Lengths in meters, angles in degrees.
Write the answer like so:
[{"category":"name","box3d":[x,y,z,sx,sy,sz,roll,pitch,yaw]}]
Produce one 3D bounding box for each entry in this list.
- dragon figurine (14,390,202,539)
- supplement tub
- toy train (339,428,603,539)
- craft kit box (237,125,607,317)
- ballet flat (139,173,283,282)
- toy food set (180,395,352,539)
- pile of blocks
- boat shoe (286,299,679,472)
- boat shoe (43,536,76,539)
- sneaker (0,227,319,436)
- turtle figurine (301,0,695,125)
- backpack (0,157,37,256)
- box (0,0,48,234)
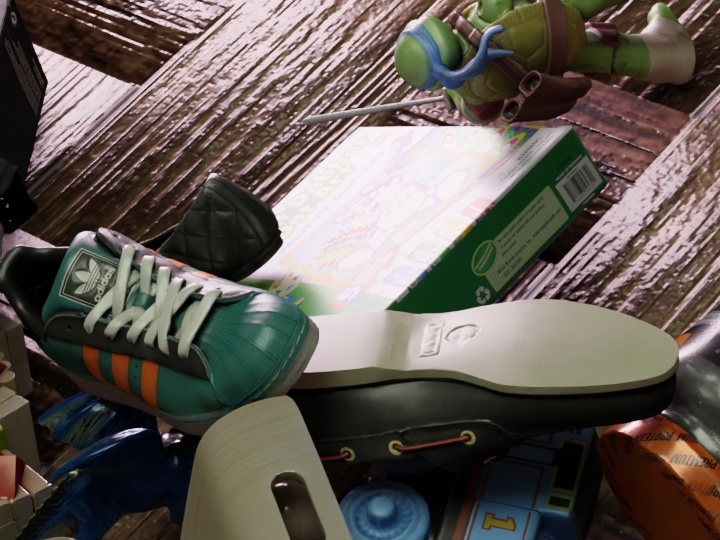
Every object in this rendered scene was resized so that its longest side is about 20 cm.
[{"category":"dragon figurine","box3d":[-0.123,0.094,1.425,0.200,0.100,0.059,-19,35,-1]},{"category":"supplement tub","box3d":[0.217,0.056,1.365,0.200,0.123,0.123,-37,45,-18]},{"category":"toy train","box3d":[0.045,0.142,1.368,0.114,0.087,0.200,9,52,13]},{"category":"craft kit box","box3d":[0.000,0.000,1.514,0.200,0.049,0.197,-45,22,-25]},{"category":"ballet flat","box3d":[-0.117,-0.010,1.566,0.200,0.057,0.066,-20,22,44]},{"category":"toy food set","box3d":[-0.037,0.176,1.289,0.060,0.200,0.144,-4,39,-19]},{"category":"pile of blocks","box3d":[-0.209,0.079,1.519,0.082,0.062,0.200,-11,31,-7]},{"category":"boat shoe","box3d":[0.051,0.056,1.338,0.201,0.063,0.074,-3,28,18]},{"category":"boat shoe","box3d":[-0.188,0.180,1.382,0.200,0.063,0.073,-18,49,33]},{"category":"sneaker","box3d":[-0.103,0.024,1.348,0.200,0.080,0.071,4,59,52]},{"category":"turtle figurine","box3d":[0.085,-0.154,1.597,0.194,0.144,0.200,-8,8,-24]},{"category":"backpack","box3d":[-0.260,-0.016,1.558,0.200,0.167,0.127,-173,102,-76]},{"category":"box","box3d":[-0.302,-0.081,1.736,0.200,0.079,0.141,-7,41,13]}]
